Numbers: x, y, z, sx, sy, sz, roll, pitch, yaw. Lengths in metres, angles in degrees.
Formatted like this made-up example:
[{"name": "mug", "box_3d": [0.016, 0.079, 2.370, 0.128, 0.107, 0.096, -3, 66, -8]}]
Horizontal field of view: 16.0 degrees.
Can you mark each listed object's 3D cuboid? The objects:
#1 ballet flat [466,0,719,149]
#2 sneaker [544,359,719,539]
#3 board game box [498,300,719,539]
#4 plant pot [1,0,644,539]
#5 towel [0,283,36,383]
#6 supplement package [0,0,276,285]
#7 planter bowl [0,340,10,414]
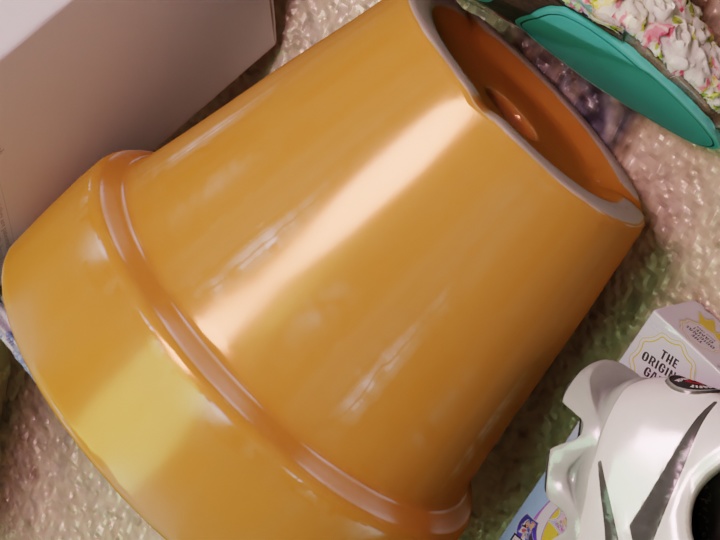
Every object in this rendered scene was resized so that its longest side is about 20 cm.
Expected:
[{"name": "ballet flat", "box_3d": [0.064, -0.116, 0.914, 0.064, 0.199, 0.076, -62, 13, -5]}, {"name": "sneaker", "box_3d": [0.108, 0.138, 0.905, 0.088, 0.074, 0.201, 11, 103, 39]}, {"name": "board game box", "box_3d": [0.150, 0.127, 0.940, 0.200, 0.034, 0.135, 45, 120, 25]}, {"name": "plant pot", "box_3d": [0.000, 0.000, 0.959, 0.183, 0.200, 0.200, -44, 68, 16]}, {"name": "towel", "box_3d": [-0.100, 0.037, 1.062, 0.200, 0.147, 0.024, 42, 99, 28]}, {"name": "supplement package", "box_3d": [-0.144, -0.097, 1.011, 0.121, 0.200, 0.120, 34, 153, 25]}, {"name": "planter bowl", "box_3d": [-0.242, 0.065, 1.162, 0.134, 0.200, 0.201, 20, 110, 6]}]
